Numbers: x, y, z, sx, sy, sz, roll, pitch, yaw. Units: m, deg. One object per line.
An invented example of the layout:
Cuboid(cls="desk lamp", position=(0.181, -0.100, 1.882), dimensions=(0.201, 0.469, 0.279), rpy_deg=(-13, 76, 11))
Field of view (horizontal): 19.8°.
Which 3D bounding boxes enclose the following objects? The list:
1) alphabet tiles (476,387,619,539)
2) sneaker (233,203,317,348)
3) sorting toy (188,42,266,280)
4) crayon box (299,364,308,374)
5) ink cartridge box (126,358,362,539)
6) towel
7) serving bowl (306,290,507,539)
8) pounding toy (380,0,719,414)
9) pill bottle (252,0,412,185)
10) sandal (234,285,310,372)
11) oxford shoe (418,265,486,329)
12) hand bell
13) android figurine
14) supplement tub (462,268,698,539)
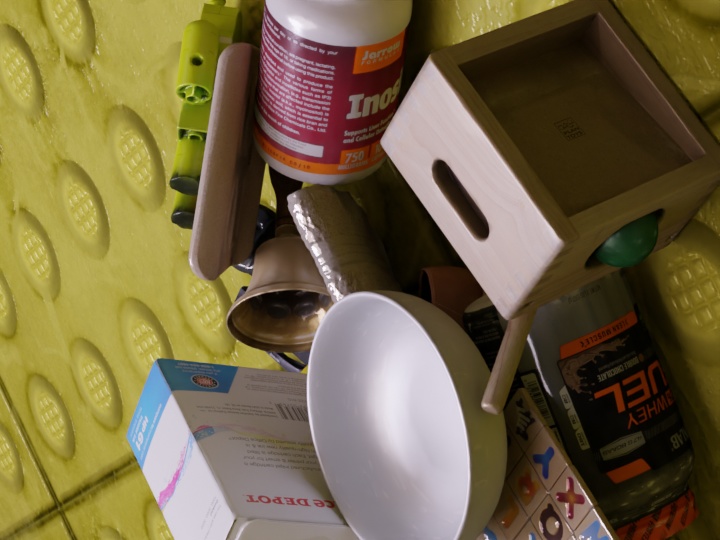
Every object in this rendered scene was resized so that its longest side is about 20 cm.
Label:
Cuboid(cls="alphabet tiles", position=(0.098, 0.156, 1.458), dimensions=(0.200, 0.008, 0.167), rpy_deg=(59, 143, 27))
Cuboid(cls="sneaker", position=(-0.041, 0.011, 1.780), dimensions=(0.200, 0.075, 0.079), rpy_deg=(46, -172, 35))
Cuboid(cls="sorting toy", position=(-0.107, -0.090, 1.671), dimensions=(0.200, 0.036, 0.185), rpy_deg=(-32, -49, -83))
Cuboid(cls="crayon box", position=(-0.022, 0.143, 1.693), dimensions=(0.200, 0.051, 0.127), rpy_deg=(-44, 48, 49))
Cuboid(cls="ink cartridge box", position=(-0.078, 0.163, 1.587), dimensions=(0.200, 0.144, 0.085), rpy_deg=(55, 129, 49))
Cuboid(cls="towel", position=(0.000, 0.000, 1.642), dimensions=(0.133, 0.034, 0.200), rpy_deg=(63, -171, 7))
Cuboid(cls="serving bowl", position=(0.042, 0.108, 1.460), dimensions=(0.200, 0.066, 0.200), rpy_deg=(23, 118, 52))
Cuboid(cls="pounding toy", position=(0.124, -0.046, 1.383), dimensions=(0.200, 0.184, 0.142), rpy_deg=(56, 147, 17))
Cuboid(cls="pill bottle", position=(-0.021, -0.174, 1.586), dimensions=(0.113, 0.113, 0.200), rpy_deg=(43, 142, 33))
Cuboid(cls="sandal", position=(-0.042, 0.082, 1.792), dimensions=(0.200, 0.076, 0.043), rpy_deg=(41, 103, 24))
Cuboid(cls="oxford shoe", position=(0.049, 0.093, 1.595), dimensions=(0.071, 0.071, 0.200), rpy_deg=(-175, 97, -68))
Cuboid(cls="hand bell", position=(-0.060, -0.043, 1.722), dimensions=(0.104, 0.104, 0.200), rpy_deg=(123, 150, -54))
Cuboid(cls="android figurine", position=(-0.131, -0.142, 1.747), dimensions=(0.182, 0.041, 0.200), rpy_deg=(97, 180, -65))
Cuboid(cls="supplement tub", position=(0.161, 0.098, 1.477), dimensions=(0.122, 0.122, 0.200), rpy_deg=(-18, 95, 58))
